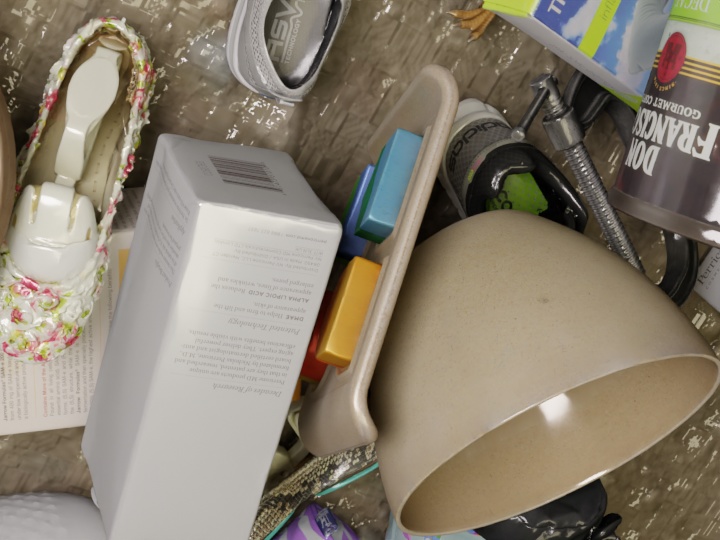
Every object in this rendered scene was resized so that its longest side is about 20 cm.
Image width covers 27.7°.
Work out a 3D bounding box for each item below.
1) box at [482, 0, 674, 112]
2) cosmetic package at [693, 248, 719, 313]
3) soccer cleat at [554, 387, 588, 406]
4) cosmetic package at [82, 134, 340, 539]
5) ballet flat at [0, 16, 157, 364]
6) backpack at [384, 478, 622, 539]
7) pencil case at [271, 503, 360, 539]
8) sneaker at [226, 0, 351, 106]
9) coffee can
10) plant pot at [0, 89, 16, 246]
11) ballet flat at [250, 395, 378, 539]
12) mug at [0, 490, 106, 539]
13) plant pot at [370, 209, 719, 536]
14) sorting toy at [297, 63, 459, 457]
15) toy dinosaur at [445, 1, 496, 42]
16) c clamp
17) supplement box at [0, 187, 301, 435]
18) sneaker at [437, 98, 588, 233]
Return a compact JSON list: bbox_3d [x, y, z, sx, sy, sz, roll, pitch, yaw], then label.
[{"bbox_3d":[0.153,-0.176,0.858,0.200,0.048,0.122,23,92,-45],"label":"box"},{"bbox_3d":[0.320,0.021,0.969,0.081,0.200,0.113,26,102,-29],"label":"cosmetic package"},{"bbox_3d":[0.092,0.070,0.954,0.200,0.067,0.077,32,97,0],"label":"soccer cleat"},{"bbox_3d":[-0.086,0.041,0.789,0.081,0.113,0.201,8,112,-22],"label":"cosmetic package"},{"bbox_3d":[-0.159,-0.051,0.785,0.075,0.064,0.201,13,71,-8],"label":"ballet flat"},{"bbox_3d":[0.086,0.188,1.005,0.126,0.167,0.201,4,127,-13],"label":"backpack"},{"bbox_3d":[-0.070,0.250,1.007,0.200,0.086,0.084,-42,141,6],"label":"pencil case"},{"bbox_3d":[-0.020,-0.185,0.813,0.074,0.082,0.201,3,114,-21],"label":"sneaker"},{"bbox_3d":[0.239,-0.112,0.826,0.146,0.146,0.201,12,101,-24],"label":"coffee can"},{"bbox_3d":[-0.267,-0.052,0.762,0.200,0.093,0.202,0,91,7],"label":"plant pot"},{"bbox_3d":[-0.051,0.131,0.973,0.200,0.068,0.075,-36,106,3],"label":"ballet flat"},{"bbox_3d":[-0.234,0.228,0.918,0.175,0.148,0.200,-20,150,-18],"label":"mug"},{"bbox_3d":[0.085,0.046,0.836,0.200,0.135,0.201,-21,155,-10],"label":"plant pot"},{"bbox_3d":[0.000,0.000,0.820,0.036,0.185,0.201,15,78,-8],"label":"sorting toy"},{"bbox_3d":[0.085,-0.192,0.851,0.199,0.061,0.106,-5,145,-41],"label":"toy dinosaur"},{"bbox_3d":[0.157,-0.047,0.912,0.027,0.171,0.200,-17,117,34],"label":"c clamp"},{"bbox_3d":[-0.137,0.019,0.876,0.199,0.074,0.127,-4,116,-18],"label":"supplement box"},{"bbox_3d":[0.113,-0.016,0.941,0.074,0.087,0.200,-33,122,-2],"label":"sneaker"}]
